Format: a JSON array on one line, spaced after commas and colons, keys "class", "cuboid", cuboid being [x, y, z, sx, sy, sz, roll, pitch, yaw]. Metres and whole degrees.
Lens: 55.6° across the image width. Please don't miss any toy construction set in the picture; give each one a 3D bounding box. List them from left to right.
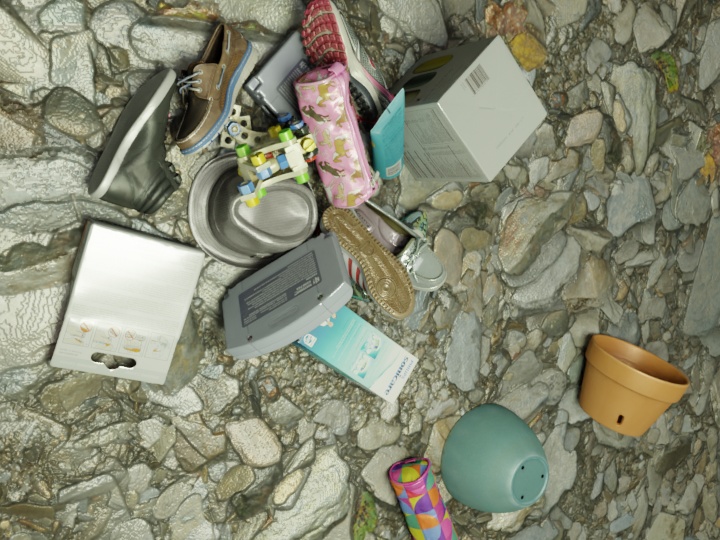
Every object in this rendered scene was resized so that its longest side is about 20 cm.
[{"class": "toy construction set", "cuboid": [-0.132, -0.166, 0.935, 0.130, 0.200, 0.093, -28, 133, -10]}]

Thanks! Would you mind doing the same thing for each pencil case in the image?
[{"class": "pencil case", "cuboid": [-0.033, -0.192, 0.975, 0.086, 0.083, 0.201, -15, 117, 6]}, {"class": "pencil case", "cuboid": [0.116, 0.430, 1.222, 0.088, 0.088, 0.201, -28, 112, -23]}]

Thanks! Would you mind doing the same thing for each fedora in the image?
[{"class": "fedora", "cuboid": [-0.142, -0.085, 0.995, 0.199, 0.090, 0.178, 11, 92, -30]}]

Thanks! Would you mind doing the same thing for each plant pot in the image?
[{"class": "plant pot", "cuboid": [0.269, 0.364, 1.266, 0.199, 0.134, 0.202, -4, 99, -29]}, {"class": "plant pot", "cuboid": [0.531, 0.237, 1.376, 0.199, 0.200, 0.141, 13, 108, -30]}]

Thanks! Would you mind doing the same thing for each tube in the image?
[{"class": "tube", "cuboid": [0.041, -0.195, 1.027, 0.050, 0.200, 0.078, 29, 80, 8]}]

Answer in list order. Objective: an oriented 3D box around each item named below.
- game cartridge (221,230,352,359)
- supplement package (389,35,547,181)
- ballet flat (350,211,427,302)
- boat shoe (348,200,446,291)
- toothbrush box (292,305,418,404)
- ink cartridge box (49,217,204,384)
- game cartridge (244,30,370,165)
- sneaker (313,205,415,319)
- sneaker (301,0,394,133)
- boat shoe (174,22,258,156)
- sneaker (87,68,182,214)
[{"class": "game cartridge", "cuboid": [-0.106, 0.040, 0.964, 0.199, 0.134, 0.041, -30, 131, 13]}, {"class": "supplement package", "cuboid": [0.147, -0.245, 1.072, 0.152, 0.200, 0.151, -48, 116, -15]}, {"class": "ballet flat", "cuboid": [0.058, -0.018, 1.129, 0.200, 0.074, 0.074, -45, 115, -15]}, {"class": "boat shoe", "cuboid": [0.052, -0.044, 1.071, 0.202, 0.065, 0.074, 42, 73, 9]}, {"class": "toothbrush box", "cuboid": [-0.032, 0.108, 1.054, 0.200, 0.146, 0.086, 36, 79, -29]}, {"class": "ink cartridge box", "cuboid": [-0.321, 0.045, 0.947, 0.161, 0.050, 0.201, 16, 97, -31]}, {"class": "game cartridge", "cuboid": [-0.065, -0.253, 1.039, 0.133, 0.041, 0.200, -50, 117, -10]}, {"class": "sneaker", "cuboid": [0.000, 0.000, 1.056, 0.071, 0.112, 0.200, -36, 86, -26]}, {"class": "sneaker", "cuboid": [-0.017, -0.302, 0.993, 0.075, 0.080, 0.201, -48, 125, -32]}, {"class": "boat shoe", "cuboid": [-0.211, -0.248, 0.927, 0.072, 0.072, 0.201, 43, 54, -41]}, {"class": "sneaker", "cuboid": [-0.279, -0.168, 0.926, 0.099, 0.070, 0.201, 32, 77, -40]}]
